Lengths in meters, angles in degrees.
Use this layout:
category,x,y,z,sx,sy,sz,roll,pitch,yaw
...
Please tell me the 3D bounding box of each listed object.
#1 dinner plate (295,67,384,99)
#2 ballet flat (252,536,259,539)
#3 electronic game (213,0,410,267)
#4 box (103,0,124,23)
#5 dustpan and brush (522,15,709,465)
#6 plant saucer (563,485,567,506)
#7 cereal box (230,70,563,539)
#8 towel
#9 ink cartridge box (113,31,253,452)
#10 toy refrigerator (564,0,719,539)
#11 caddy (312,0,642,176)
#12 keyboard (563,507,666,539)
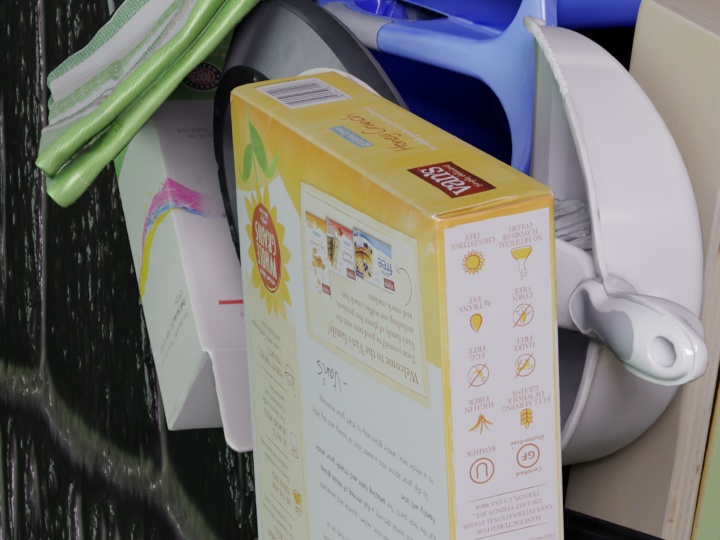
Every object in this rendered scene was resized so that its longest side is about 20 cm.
category,x,y,z,sx,sy,sz,roll,pitch,yaw
dinner plate,0.011,0.036,0.795,0.200,0.024,0.201,169,90,-67
ballet flat,-0.013,0.104,0.981,0.064,0.067,0.200,-63,-1,6
electronic game,0.000,0.000,0.911,0.200,0.042,0.200,56,158,37
box,-0.082,-0.133,1.297,0.160,0.043,0.200,131,134,-59
dustpan and brush,0.065,0.005,0.725,0.200,0.057,0.140,-156,67,-66
plant saucer,0.050,0.173,0.924,0.200,0.031,0.200,179,90,-67
cereal box,0.010,0.057,0.724,0.144,0.039,0.200,-145,47,-60
towel,-0.068,-0.098,0.966,0.149,0.031,0.200,-48,10,5
ink cartridge box,-0.030,-0.002,1.078,0.067,0.117,0.200,120,143,-53
toy refrigerator,0.117,0.024,0.778,0.070,0.076,0.200,-138,52,-61
caddy,0.040,-0.084,0.918,0.200,0.105,0.142,-150,62,-65
keyboard,0.047,0.123,0.810,0.200,0.040,0.104,12,83,59
